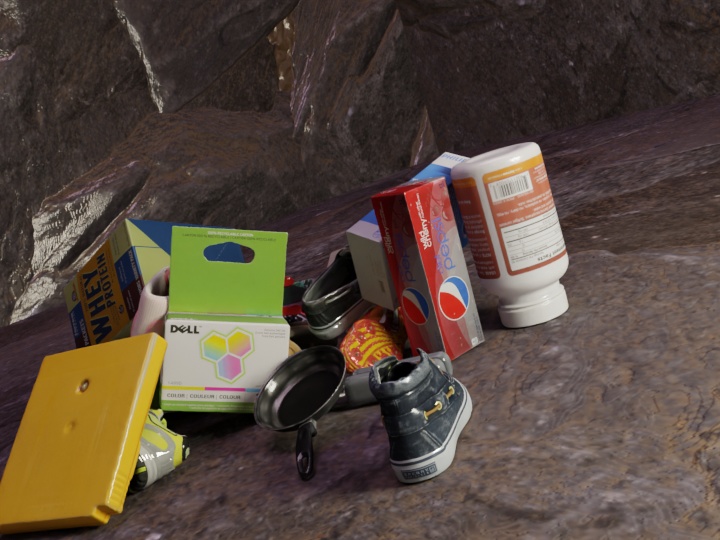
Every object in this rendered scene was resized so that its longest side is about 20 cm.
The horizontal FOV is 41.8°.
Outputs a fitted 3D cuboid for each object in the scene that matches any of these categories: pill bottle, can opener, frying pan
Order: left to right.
[{"bbox_3d":[-0.045,0.137,0.956,0.115,0.031,0.190,-41,30,-10],"label":"frying pan"},{"bbox_3d":[0.001,0.115,1.024,0.196,0.068,0.053,-9,10,21],"label":"can opener"},{"bbox_3d":[0.184,-0.041,1.128,0.110,0.203,0.112,-16,10,3],"label":"pill bottle"}]

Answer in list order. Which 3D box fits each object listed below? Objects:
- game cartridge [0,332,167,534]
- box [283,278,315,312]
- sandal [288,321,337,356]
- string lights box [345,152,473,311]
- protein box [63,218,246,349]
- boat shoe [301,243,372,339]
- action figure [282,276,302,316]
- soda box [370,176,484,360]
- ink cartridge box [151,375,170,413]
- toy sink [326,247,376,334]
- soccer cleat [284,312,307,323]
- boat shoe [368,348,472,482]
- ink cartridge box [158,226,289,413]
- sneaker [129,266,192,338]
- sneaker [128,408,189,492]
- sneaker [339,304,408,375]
[{"bbox_3d":[-0.295,0.171,0.991,0.174,0.032,0.203,-13,52,29],"label":"game cartridge"},{"bbox_3d":[-0.123,0.055,1.498,0.197,0.037,0.144,-14,-14,25],"label":"box"},{"bbox_3d":[-0.109,0.104,1.210,0.080,0.055,0.198,-36,-28,33],"label":"sandal"},{"bbox_3d":[0.076,-0.052,1.182,0.058,0.104,0.199,19,46,39],"label":"string lights box"},{"bbox_3d":[-0.297,0.039,1.395,0.197,0.137,0.199,3,-32,-46],"label":"protein box"},{"bbox_3d":[0.000,0.000,1.212,0.071,0.072,0.201,16,53,36],"label":"boat shoe"},{"bbox_3d":[-0.125,0.082,1.294,0.051,0.066,0.200,-11,-23,-29],"label":"action figure"},{"bbox_3d":[0.078,-0.001,1.089,0.069,0.204,0.063,-23,13,-36],"label":"soda box"},{"bbox_3d":[-0.283,0.156,1.223,0.146,0.077,0.200,-13,12,25],"label":"ink cartridge box"},{"bbox_3d":[0.061,0.007,1.348,0.197,0.114,0.131,-20,13,6],"label":"toy sink"},{"bbox_3d":[-0.109,0.084,1.388,0.072,0.069,0.199,-20,6,-37],"label":"soccer cleat"},{"bbox_3d":[0.056,0.107,0.858,0.070,0.092,0.200,-15,10,11],"label":"boat shoe"},{"bbox_3d":[-0.156,0.056,1.094,0.145,0.204,0.076,3,6,-11],"label":"ink cartridge box"},{"bbox_3d":[-0.203,0.044,1.195,0.075,0.106,0.199,25,24,33],"label":"sneaker"},{"bbox_3d":[-0.261,0.180,1.050,0.075,0.077,0.199,-12,28,-37],"label":"sneaker"},{"bbox_3d":[0.013,0.093,1.152,0.077,0.073,0.200,-38,-2,21],"label":"sneaker"}]
